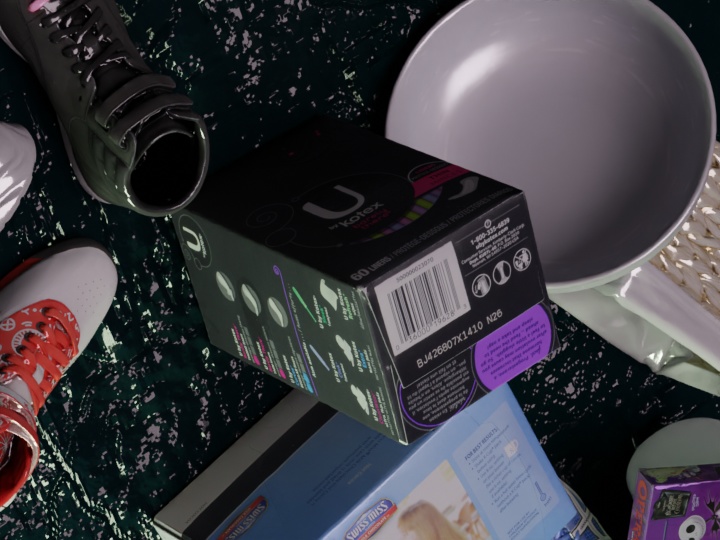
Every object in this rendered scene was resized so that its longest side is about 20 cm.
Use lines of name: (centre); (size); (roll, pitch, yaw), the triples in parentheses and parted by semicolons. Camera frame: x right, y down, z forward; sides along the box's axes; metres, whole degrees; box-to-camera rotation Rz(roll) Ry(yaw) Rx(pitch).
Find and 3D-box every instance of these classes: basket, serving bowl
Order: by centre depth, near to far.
serving bowl: (0.117, -0.075, 1.527); (0.200, 0.200, 0.066); (-55, 161, -9)
basket: (0.205, -0.010, 1.629); (0.200, 0.135, 0.124); (33, 82, -40)

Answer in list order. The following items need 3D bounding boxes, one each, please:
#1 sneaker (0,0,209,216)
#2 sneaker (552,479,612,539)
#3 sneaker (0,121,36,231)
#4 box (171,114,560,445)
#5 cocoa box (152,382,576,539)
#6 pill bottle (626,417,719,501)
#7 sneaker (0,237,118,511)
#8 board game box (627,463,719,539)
sneaker: (-0.138, -0.114, 1.359); (0.071, 0.099, 0.200); (-35, 121, -21)
sneaker: (0.147, 0.196, 1.690); (0.076, 0.077, 0.200); (-52, 127, -9)
sneaker: (-0.258, -0.008, 1.329); (0.099, 0.078, 0.200); (33, 75, -32)
box: (0.000, 0.000, 1.434); (0.122, 0.200, 0.106); (-30, 121, -26)
cocoa box: (0.005, 0.149, 1.531); (0.200, 0.131, 0.133); (-42, 125, -19)
pill bottle: (0.258, 0.200, 1.752); (0.112, 0.112, 0.200); (-43, 126, -18)
sneaker: (-0.188, 0.067, 1.374); (0.201, 0.108, 0.067); (-40, 125, -20)
board game box: (0.228, 0.221, 1.670); (0.120, 0.032, 0.200); (-1, 114, -16)
